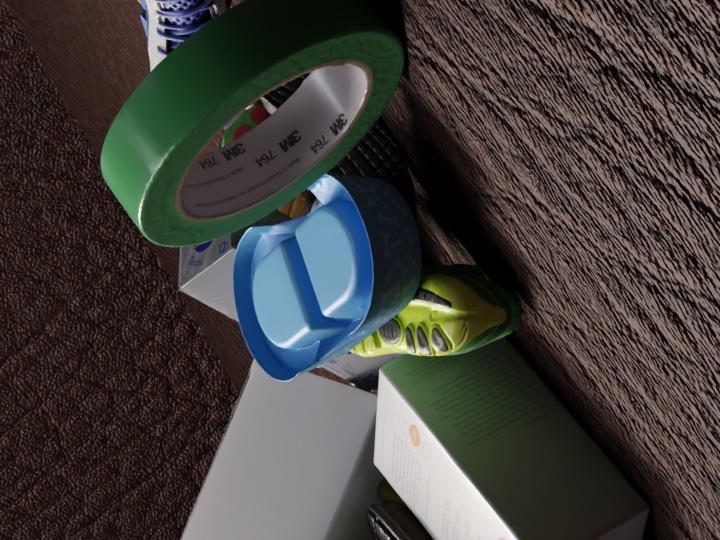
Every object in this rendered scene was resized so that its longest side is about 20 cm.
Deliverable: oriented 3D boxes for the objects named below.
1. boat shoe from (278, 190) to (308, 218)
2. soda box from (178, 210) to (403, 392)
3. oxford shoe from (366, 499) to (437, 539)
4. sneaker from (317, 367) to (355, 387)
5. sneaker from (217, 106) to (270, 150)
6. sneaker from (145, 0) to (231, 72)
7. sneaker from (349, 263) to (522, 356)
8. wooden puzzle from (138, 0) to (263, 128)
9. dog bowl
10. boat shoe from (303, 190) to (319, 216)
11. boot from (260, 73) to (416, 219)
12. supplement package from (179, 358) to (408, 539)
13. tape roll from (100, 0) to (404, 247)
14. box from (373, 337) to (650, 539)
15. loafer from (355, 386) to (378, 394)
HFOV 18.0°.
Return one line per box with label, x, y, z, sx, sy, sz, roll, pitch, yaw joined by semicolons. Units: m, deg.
boat shoe;-0.032;-0.006;2.013;0.200;0.074;0.069;62;-178;-25
soda box;-0.042;0.016;1.729;0.200;0.068;0.064;29;-138;-32
oxford shoe;0.090;0.229;1.694;0.200;0.084;0.073;37;157;21
sneaker;0.011;0.041;1.959;0.200;0.075;0.116;31;-125;-40
sneaker;-0.071;-0.077;1.745;0.077;0.084;0.200;50;-169;7
sneaker;-0.121;-0.193;1.649;0.199;0.080;0.116;80;-177;-84
sneaker;0.045;0.029;1.597;0.200;0.083;0.074;15;102;62
wooden puzzle;-0.152;-0.210;1.986;0.200;0.046;0.185;54;171;20
dog bowl;-0.023;0.003;1.567;0.200;0.049;0.112;-39;66;54
boat shoe;-0.002;0.002;1.831;0.063;0.074;0.202;35;163;46
boot;-0.020;-0.101;1.663;0.200;0.068;0.131;56;-177;5
supplement package;-0.038;0.191;1.811;0.155;0.201;0.111;15;170;45
tape roll;-0.065;-0.097;1.409;0.048;0.200;0.201;54;171;18
box;0.104;0.153;1.631;0.200;0.097;0.125;51;155;31
loafer;0.066;0.158;1.904;0.200;0.070;0.075;43;143;-5
